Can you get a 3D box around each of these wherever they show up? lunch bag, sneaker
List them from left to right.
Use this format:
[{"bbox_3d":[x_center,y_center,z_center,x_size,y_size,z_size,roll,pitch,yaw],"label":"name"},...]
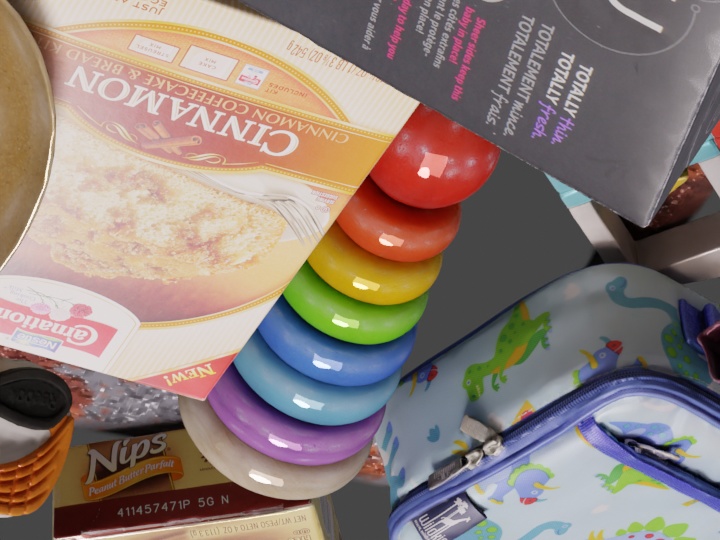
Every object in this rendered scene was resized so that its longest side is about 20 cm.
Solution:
[{"bbox_3d":[-0.204,0.052,1.111,0.092,0.076,0.200,8,170,36],"label":"sneaker"},{"bbox_3d":[0.115,0.081,1.219,0.160,0.083,0.199,-32,139,29],"label":"lunch bag"}]

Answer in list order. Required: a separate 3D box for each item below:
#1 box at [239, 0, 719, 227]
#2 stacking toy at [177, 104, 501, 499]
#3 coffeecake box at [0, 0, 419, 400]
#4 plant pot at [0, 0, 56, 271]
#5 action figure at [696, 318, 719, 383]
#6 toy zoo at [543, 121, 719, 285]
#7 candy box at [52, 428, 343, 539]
[{"bbox_3d":[0.039,-0.128,0.902,0.199,0.106,0.123,30,139,9],"label":"box"},{"bbox_3d":[0.000,0.000,1.127,0.085,0.086,0.200,13,136,-19],"label":"stacking toy"},{"bbox_3d":[-0.085,-0.054,1.066,0.153,0.073,0.200,16,136,-22],"label":"coffeecake box"},{"bbox_3d":[-0.200,-0.040,0.966,0.199,0.028,0.201,-13,134,-14],"label":"plant pot"},{"bbox_3d":[0.194,0.043,1.129,0.133,0.150,0.200,-8,145,17],"label":"action figure"},{"bbox_3d":[0.134,-0.056,1.120,0.130,0.021,0.200,-20,137,18],"label":"toy zoo"},{"bbox_3d":[-0.062,0.150,1.317,0.115,0.056,0.201,-8,139,5],"label":"candy box"}]
